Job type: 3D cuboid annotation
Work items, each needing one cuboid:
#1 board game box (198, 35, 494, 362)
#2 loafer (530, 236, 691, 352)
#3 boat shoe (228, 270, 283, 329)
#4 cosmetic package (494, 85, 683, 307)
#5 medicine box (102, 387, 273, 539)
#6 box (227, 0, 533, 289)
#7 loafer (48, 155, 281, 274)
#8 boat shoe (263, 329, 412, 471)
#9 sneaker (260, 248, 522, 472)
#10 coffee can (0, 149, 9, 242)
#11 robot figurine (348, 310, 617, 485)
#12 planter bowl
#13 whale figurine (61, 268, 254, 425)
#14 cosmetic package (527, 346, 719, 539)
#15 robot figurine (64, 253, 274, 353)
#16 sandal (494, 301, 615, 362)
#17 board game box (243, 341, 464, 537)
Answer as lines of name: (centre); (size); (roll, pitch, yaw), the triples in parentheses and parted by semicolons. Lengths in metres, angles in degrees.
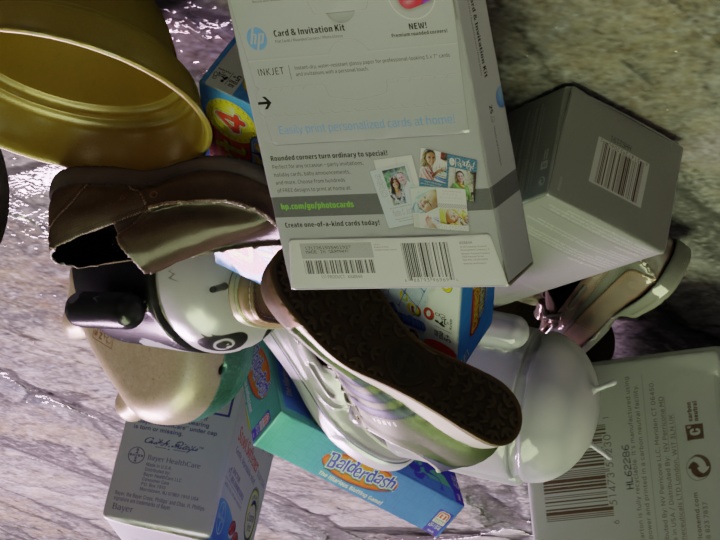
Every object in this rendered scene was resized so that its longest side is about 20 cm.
board game box: (-0.006, -0.042, 1.429); (0.195, 0.056, 0.200); (25, 147, 18)
loafer: (0.172, 0.012, 1.624); (0.063, 0.072, 0.200); (33, 149, -11)
boat shoe: (0.000, 0.000, 1.566); (0.199, 0.074, 0.066); (-16, -164, -31)
cosmetic package: (0.113, -0.045, 1.471); (0.106, 0.091, 0.200); (24, 158, -28)
medicine box: (-0.147, 0.166, 1.979); (0.102, 0.201, 0.182); (9, 159, 10)
box: (0.011, -0.089, 1.292); (0.155, 0.041, 0.201); (-2, 111, 30)
loafer: (-0.122, -0.025, 1.412); (0.199, 0.071, 0.073); (-2, 150, 32)
boat shoe: (-0.016, 0.080, 1.776); (0.200, 0.074, 0.065); (47, 148, -7)
sneaker: (0.006, 0.070, 1.447); (0.200, 0.067, 0.090); (35, 144, -5)
coffee can: (-0.383, -0.053, 1.616); (0.199, 0.147, 0.146); (-5, 154, 37)
robot figurine: (0.091, 0.093, 1.602); (0.199, 0.113, 0.170); (10, 137, 16)
planter bowl: (-0.183, -0.140, 1.376); (0.199, 0.084, 0.201); (10, 159, 4)
whale figurine: (-0.167, 0.048, 1.798); (0.103, 0.160, 0.199); (-3, -162, -44)
cosmetic package: (0.238, 0.158, 1.713); (0.165, 0.168, 0.200); (-9, 170, 21)
robot figurine: (-0.137, 0.001, 1.631); (0.199, 0.151, 0.125); (4, 153, 48)
sandal: (0.097, 0.049, 1.731); (0.211, 0.078, 0.070); (13, 161, -23)
board game box: (-0.011, 0.132, 1.879); (0.199, 0.152, 0.045); (28, 114, -26)
